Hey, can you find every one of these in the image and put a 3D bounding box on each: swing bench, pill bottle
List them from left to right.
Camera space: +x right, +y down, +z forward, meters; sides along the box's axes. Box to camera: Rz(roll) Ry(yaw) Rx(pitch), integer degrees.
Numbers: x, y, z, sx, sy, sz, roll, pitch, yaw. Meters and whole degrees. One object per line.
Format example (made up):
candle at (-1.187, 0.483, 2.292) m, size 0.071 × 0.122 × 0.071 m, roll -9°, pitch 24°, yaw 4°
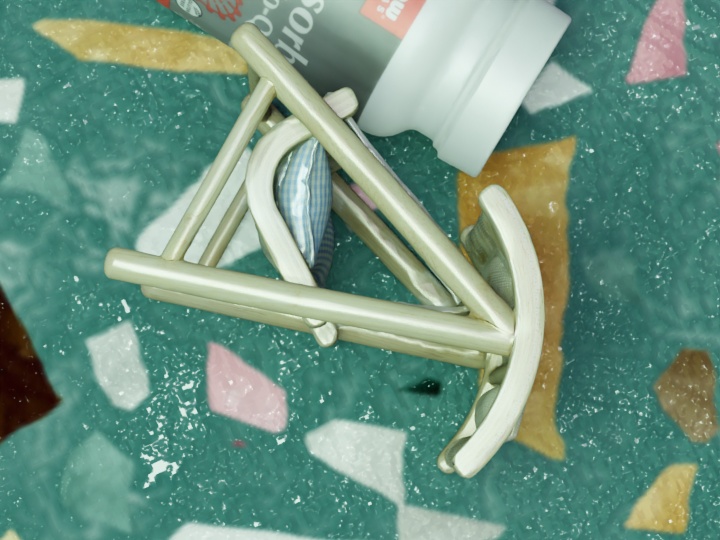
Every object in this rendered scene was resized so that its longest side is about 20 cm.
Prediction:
pill bottle at (-0.001, -0.140, 1.161) m, size 0.199 × 0.116 × 0.116 m, roll 32°, pitch 86°, yaw 2°
swing bench at (0.000, 0.000, 1.108) m, size 0.199 × 0.199 × 0.130 m, roll 30°, pitch 86°, yaw 1°
